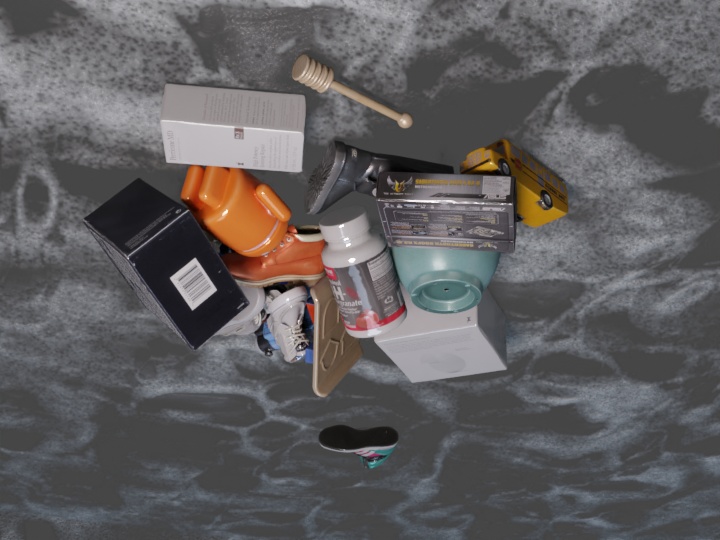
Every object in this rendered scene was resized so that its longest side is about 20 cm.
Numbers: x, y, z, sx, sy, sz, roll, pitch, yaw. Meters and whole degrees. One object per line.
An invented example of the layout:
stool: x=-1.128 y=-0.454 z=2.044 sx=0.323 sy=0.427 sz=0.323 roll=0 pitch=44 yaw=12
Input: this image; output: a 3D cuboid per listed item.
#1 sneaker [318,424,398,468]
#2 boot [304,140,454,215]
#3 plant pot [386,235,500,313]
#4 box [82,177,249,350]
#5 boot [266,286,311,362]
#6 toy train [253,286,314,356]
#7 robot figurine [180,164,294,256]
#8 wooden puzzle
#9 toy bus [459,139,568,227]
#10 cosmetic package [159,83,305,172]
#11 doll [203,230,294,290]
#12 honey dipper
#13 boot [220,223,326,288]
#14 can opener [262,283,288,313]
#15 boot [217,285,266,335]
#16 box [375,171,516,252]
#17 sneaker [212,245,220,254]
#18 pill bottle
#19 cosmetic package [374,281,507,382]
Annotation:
sneaker: x=-0.007 y=0.445 z=2.534 sx=0.199 sy=0.084 sz=0.121 roll=2 pitch=141 yaw=-3
boot: x=0.028 y=-0.123 z=1.561 sx=0.199 sy=0.066 sz=0.165 roll=8 pitch=152 yaw=-20
plant pot: x=0.141 y=-0.012 z=1.670 sx=0.199 sy=0.135 sz=0.201 roll=1 pitch=150 yaw=0
box: x=-0.302 y=-0.015 z=1.558 sx=0.198 sy=0.123 sz=0.201 roll=29 pitch=153 yaw=50
boot: x=-0.111 y=0.098 z=1.726 sx=0.073 sy=0.096 sz=0.200 roll=-25 pitch=167 yaw=-14
toy train: x=-0.128 y=0.093 z=1.884 sx=0.199 sy=0.115 sz=0.087 roll=-20 pitch=143 yaw=32
robot figurine: x=-0.188 y=-0.094 z=1.559 sx=0.144 sy=0.117 sz=0.200 roll=-38 pitch=139 yaw=13
wooden puzzle: x=-0.049 y=0.091 z=1.747 sx=0.046 sy=0.185 sz=0.201 roll=8 pitch=115 yaw=22
toy bus: x=0.233 y=-0.133 z=1.510 sx=0.065 sy=0.079 sz=0.200 roll=-23 pitch=142 yaw=38
cosmetic package: x=-0.178 y=-0.200 z=1.420 sx=0.199 sy=0.074 sz=0.102 roll=2 pitch=150 yaw=-4
doll: x=-0.188 y=-0.026 z=1.739 sx=0.199 sy=0.049 sz=0.136 roll=29 pitch=123 yaw=-35
honey dipper: x=-0.004 y=-0.239 z=1.380 sx=0.199 sy=0.038 sz=0.038 roll=22 pitch=145 yaw=-33
boot: x=-0.148 y=-0.031 z=1.677 sx=0.199 sy=0.075 sz=0.108 roll=-3 pitch=122 yaw=-25
can opener: x=-0.204 y=0.058 z=1.885 sx=0.199 sy=0.067 sz=0.053 roll=-11 pitch=125 yaw=36
boot: x=-0.204 y=0.067 z=1.781 sx=0.095 sy=0.074 sz=0.200 roll=3 pitch=162 yaw=-41
box: x=0.131 y=-0.085 z=1.483 sx=0.199 sy=0.049 sz=0.159 roll=3 pitch=157 yaw=11
sneaker: x=-0.270 y=0.006 z=1.781 sx=0.080 sy=0.075 sz=0.200 roll=-16 pitch=146 yaw=29
pill bottle: x=0.000 y=0.000 z=1.651 sx=0.110 sy=0.111 sz=0.201 roll=-10 pitch=112 yaw=20
cosmetic package: x=0.153 y=0.107 z=1.887 sx=0.198 sy=0.124 sz=0.200 roll=-10 pitch=150 yaw=20
